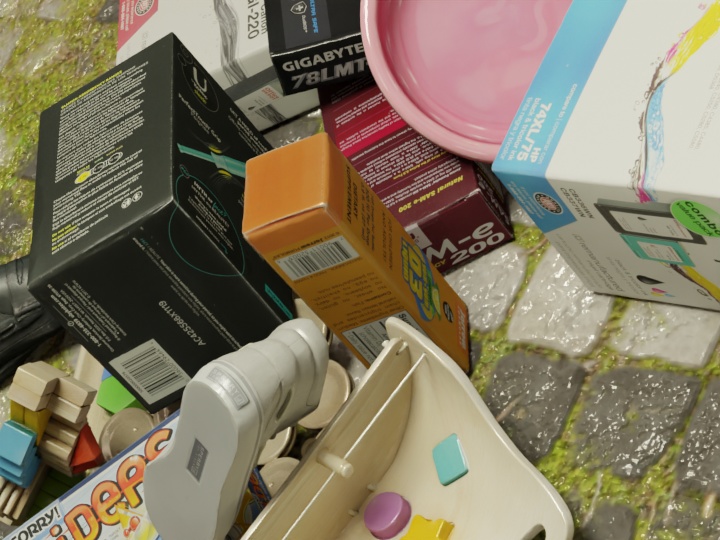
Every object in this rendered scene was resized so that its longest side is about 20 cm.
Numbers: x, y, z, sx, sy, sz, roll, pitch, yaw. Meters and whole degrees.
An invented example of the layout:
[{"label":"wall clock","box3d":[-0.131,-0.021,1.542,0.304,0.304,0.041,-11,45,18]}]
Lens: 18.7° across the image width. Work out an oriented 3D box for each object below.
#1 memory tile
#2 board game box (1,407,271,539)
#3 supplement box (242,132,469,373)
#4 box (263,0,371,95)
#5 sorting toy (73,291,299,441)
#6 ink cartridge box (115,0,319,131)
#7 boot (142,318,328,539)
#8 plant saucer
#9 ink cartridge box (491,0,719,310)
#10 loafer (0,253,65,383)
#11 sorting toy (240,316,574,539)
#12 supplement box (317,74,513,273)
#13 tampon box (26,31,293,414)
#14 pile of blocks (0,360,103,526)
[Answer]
[{"label":"memory tile","box3d":[-0.086,0.125,1.504,0.199,0.017,0.154,-32,58,14]},{"label":"board game box","box3d":[-0.150,0.194,1.481,0.199,0.034,0.136,-37,57,12]},{"label":"supplement box","box3d":[0.000,0.000,1.427,0.068,0.200,0.067,-18,48,21]},{"label":"box","box3d":[0.025,-0.233,1.613,0.197,0.050,0.201,-14,48,8]},{"label":"sorting toy","box3d":[-0.130,0.044,1.614,0.199,0.036,0.186,-13,51,30]},{"label":"ink cartridge box","box3d":[-0.093,-0.186,1.732,0.199,0.085,0.147,-21,47,21]},{"label":"boot","box3d":[-0.073,0.108,1.384,0.095,0.200,0.074,-31,73,-33]},{"label":"plant saucer","box3d":[0.099,-0.171,1.494,0.199,0.051,0.203,0,84,1]},{"label":"ink cartridge box","box3d":[0.218,-0.072,1.353,0.199,0.147,0.147,9,63,42]},{"label":"loafer","box3d":[-0.261,0.021,1.688,0.200,0.070,0.068,-39,37,21]},{"label":"sorting toy","box3d":[0.037,0.164,1.353,0.180,0.107,0.200,31,78,39]},{"label":"supplement box","box3d":[0.036,-0.088,1.571,0.108,0.061,0.201,-26,44,17]},{"label":"tampon box","box3d":[-0.139,-0.035,1.535,0.126,0.150,0.201,-29,35,18]},{"label":"pile of blocks","box3d":[-0.215,0.137,1.521,0.062,0.201,0.082,25,60,9]}]
